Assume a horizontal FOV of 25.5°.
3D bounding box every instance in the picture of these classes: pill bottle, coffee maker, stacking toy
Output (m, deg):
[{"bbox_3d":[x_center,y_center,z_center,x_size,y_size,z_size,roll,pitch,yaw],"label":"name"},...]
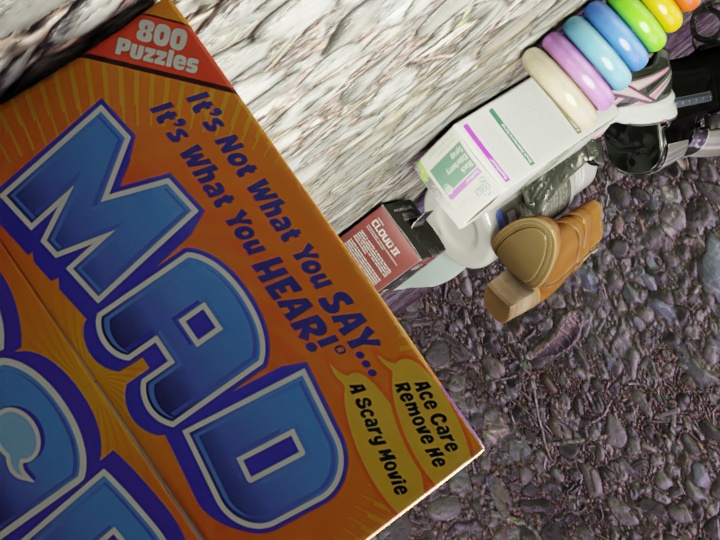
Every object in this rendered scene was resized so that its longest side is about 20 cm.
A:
[{"bbox_3d":[0.178,-0.096,1.847,0.199,0.114,0.114,-33,175,-33],"label":"pill bottle"},{"bbox_3d":[0.384,-0.222,1.965,0.199,0.194,0.135,-12,163,-40],"label":"coffee maker"},{"bbox_3d":[0.230,-0.214,1.316,0.200,0.085,0.085,-44,175,8],"label":"stacking toy"}]

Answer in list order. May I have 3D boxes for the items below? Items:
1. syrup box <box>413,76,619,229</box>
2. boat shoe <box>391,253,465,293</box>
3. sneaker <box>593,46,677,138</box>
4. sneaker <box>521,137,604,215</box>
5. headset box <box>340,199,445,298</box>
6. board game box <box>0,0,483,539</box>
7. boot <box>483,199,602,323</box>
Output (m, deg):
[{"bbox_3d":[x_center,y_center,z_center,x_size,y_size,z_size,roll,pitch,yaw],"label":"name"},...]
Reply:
[{"bbox_3d":[0.150,-0.126,1.514,0.199,0.082,0.079,-32,173,-39],"label":"syrup box"},{"bbox_3d":[0.052,-0.013,1.934,0.198,0.072,0.091,-18,-171,23],"label":"boat shoe"},{"bbox_3d":[0.244,-0.193,1.664,0.198,0.087,0.080,-15,-155,-30],"label":"sneaker"},{"bbox_3d":[0.244,-0.158,1.751,0.199,0.105,0.060,-37,175,8],"label":"sneaker"},{"bbox_3d":[0.000,0.000,1.720,0.199,0.075,0.149,-37,176,14],"label":"headset box"},{"bbox_3d":[-0.101,0.054,0.638,0.199,0.201,0.200,-35,176,-11],"label":"board game box"},{"bbox_3d":[0.223,-0.031,1.778,0.155,0.077,0.201,-35,156,-25],"label":"boot"}]
